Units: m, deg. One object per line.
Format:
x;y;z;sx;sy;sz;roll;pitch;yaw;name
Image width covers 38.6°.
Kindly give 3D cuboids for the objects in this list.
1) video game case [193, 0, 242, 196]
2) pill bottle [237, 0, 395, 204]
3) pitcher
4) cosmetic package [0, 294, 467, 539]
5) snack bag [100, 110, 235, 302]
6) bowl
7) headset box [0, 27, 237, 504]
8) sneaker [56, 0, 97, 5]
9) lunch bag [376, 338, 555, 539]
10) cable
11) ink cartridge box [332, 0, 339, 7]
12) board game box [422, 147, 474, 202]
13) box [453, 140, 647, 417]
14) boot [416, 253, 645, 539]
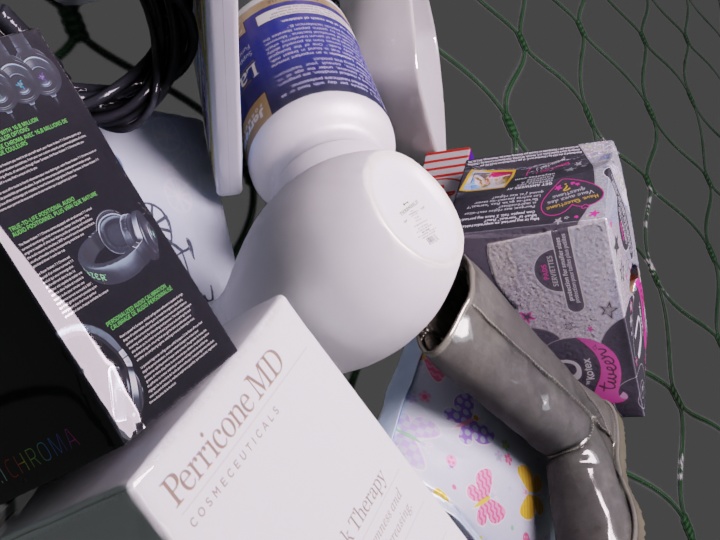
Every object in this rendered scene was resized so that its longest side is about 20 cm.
-0.107;-0.185;0.720;0.022;0.201;0.184;-8;57;-11;video game case
-0.038;-0.114;0.786;0.115;0.116;0.202;25;32;-40;pill bottle
-0.020;0.005;0.670;0.122;0.199;0.171;51;35;-1;pitcher
-0.073;0.162;0.575;0.201;0.165;0.168;53;37;-12;cosmetic package
-0.162;-0.033;0.704;0.199;0.021;0.191;0;70;-51;snack bag
0.030;-0.199;0.951;0.200;0.073;0.203;65;22;-61;bowl
-0.191;0.004;0.515;0.202;0.173;0.093;59;36;-6;headset box
-0.163;-0.253;0.792;0.074;0.070;0.200;56;36;-10;sneaker
0.072;0.158;0.798;0.201;0.126;0.171;54;38;-29;lunch bag
-0.193;-0.183;0.660;0.162;0.051;0.203;-24;94;-32;cable
-0.067;-0.348;0.997;0.199;0.040;0.202;43;41;-27;ink cartridge box
0.093;0.019;0.914;0.153;0.046;0.201;-73;149;-44;board game box
0.160;0.015;0.845;0.115;0.130;0.202;-69;146;-49;box
0.119;0.106;0.727;0.200;0.072;0.183;48;27;-31;boot
